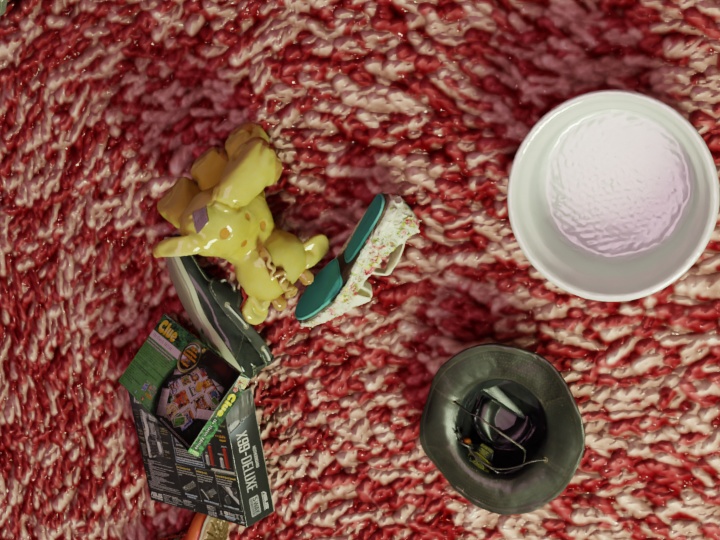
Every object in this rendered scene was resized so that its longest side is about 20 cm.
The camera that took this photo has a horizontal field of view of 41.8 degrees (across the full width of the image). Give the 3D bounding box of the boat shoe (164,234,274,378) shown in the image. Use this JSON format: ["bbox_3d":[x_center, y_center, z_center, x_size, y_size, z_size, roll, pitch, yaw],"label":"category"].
[{"bbox_3d":[-0.178,0.042,1.153,0.202,0.067,0.072,59,157,3],"label":"boat shoe"}]

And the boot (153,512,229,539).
[{"bbox_3d":[-0.245,0.379,1.251,0.106,0.075,0.202,31,113,15],"label":"boot"}]

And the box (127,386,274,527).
[{"bbox_3d":[-0.201,0.218,1.168,0.198,0.049,0.161,-1,103,43],"label":"box"}]

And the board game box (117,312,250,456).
[{"bbox_3d":[-0.214,0.130,1.119,0.199,0.023,0.106,28,83,49],"label":"board game box"}]

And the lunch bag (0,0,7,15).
[{"bbox_3d":[-0.468,-0.417,1.103,0.166,0.140,0.202,26,112,-5],"label":"lunch bag"}]

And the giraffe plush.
[{"bbox_3d":[-0.123,-0.042,1.068,0.171,0.201,0.162,-33,120,20],"label":"giraffe plush"}]

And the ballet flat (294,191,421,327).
[{"bbox_3d":[0.000,0.000,1.071,0.063,0.076,0.201,25,121,-24],"label":"ballet flat"}]

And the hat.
[{"bbox_3d":[0.164,0.163,1.044,0.197,0.081,0.204,10,112,25],"label":"hat"}]

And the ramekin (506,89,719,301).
[{"bbox_3d":[0.252,-0.079,0.940,0.197,0.098,0.204,5,104,19],"label":"ramekin"}]
